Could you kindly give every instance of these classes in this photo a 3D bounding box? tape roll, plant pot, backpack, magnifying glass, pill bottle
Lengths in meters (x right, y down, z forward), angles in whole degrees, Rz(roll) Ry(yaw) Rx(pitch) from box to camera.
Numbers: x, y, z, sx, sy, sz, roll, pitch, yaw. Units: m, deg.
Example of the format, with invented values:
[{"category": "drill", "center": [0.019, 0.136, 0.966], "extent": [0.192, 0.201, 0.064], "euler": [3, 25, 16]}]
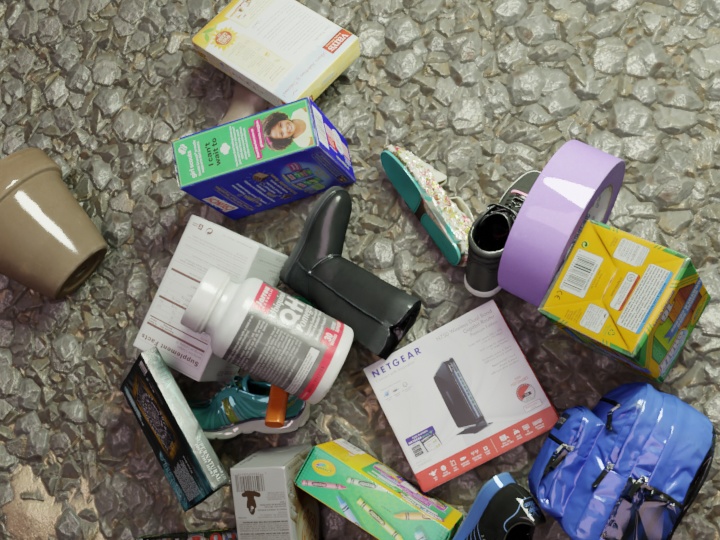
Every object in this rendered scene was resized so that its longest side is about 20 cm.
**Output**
[{"category": "tape roll", "center": [0.244, -0.053, 0.957], "extent": [0.066, 0.200, 0.200], "euler": [28, 91, 21]}, {"category": "plant pot", "center": [-0.481, -0.051, 1.176], "extent": [0.175, 0.200, 0.200], "euler": [42, 95, -2]}, {"category": "backpack", "center": [0.303, 0.224, 0.919], "extent": [0.168, 0.163, 0.200], "euler": [33, 88, 2]}, {"category": "magnifying glass", "center": [-0.102, 0.119, 1.074], "extent": [0.080, 0.022, 0.200], "euler": [2, 51, 5]}, {"category": "pill bottle", "center": [-0.119, 0.077, 0.997], "extent": [0.200, 0.111, 0.111], "euler": [28, 91, -7]}]

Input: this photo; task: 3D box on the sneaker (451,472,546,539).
[{"category": "sneaker", "center": [0.158, 0.343, 0.960], "extent": [0.078, 0.070, 0.200], "euler": [45, 129, 43]}]

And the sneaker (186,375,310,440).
[{"category": "sneaker", "center": [-0.169, 0.181, 1.098], "extent": [0.200, 0.078, 0.080], "euler": [-8, 112, 5]}]

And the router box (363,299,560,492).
[{"category": "router box", "center": [0.131, 0.164, 1.040], "extent": [0.200, 0.049, 0.180], "euler": [-30, 76, 10]}]

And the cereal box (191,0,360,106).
[{"category": "cereal box", "center": [-0.120, -0.317, 1.122], "extent": [0.200, 0.040, 0.144], "euler": [37, 74, 20]}]

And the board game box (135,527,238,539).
[{"category": "board game box", "center": [-0.223, 0.419, 1.109], "extent": [0.200, 0.023, 0.105], "euler": [-12, 82, 19]}]

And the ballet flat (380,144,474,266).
[{"category": "ballet flat", "center": [0.103, -0.094, 1.081], "extent": [0.064, 0.076, 0.200], "euler": [-29, 79, -22]}]

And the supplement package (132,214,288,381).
[{"category": "supplement package", "center": [-0.207, 0.042, 1.112], "extent": [0.117, 0.117, 0.200], "euler": [24, 90, 17]}]

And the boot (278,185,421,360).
[{"category": "boot", "center": [0.000, 0.001, 1.065], "extent": [0.200, 0.066, 0.165], "euler": [36, 106, 34]}]

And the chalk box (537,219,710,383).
[{"category": "chalk box", "center": [0.318, 0.045, 0.927], "extent": [0.124, 0.200, 0.125], "euler": [28, 90, 37]}]

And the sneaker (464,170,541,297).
[{"category": "sneaker", "center": [0.194, -0.067, 1.002], "extent": [0.071, 0.099, 0.200], "euler": [26, 66, 17]}]

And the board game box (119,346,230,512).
[{"category": "board game box", "center": [-0.252, 0.214, 1.054], "extent": [0.200, 0.028, 0.135], "euler": [59, 143, 10]}]

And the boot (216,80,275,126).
[{"category": "boot", "center": [-0.164, -0.253, 1.171], "extent": [0.200, 0.070, 0.146], "euler": [-12, 74, 12]}]

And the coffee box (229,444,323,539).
[{"category": "coffee box", "center": [-0.104, 0.342, 1.035], "extent": [0.080, 0.114, 0.200], "euler": [-7, 90, 15]}]

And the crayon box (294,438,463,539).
[{"category": "crayon box", "center": [0.027, 0.294, 1.016], "extent": [0.200, 0.119, 0.058], "euler": [29, 91, 17]}]

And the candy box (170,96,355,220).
[{"category": "candy box", "center": [-0.128, -0.148, 1.088], "extent": [0.200, 0.169, 0.077], "euler": [-16, 76, 12]}]
